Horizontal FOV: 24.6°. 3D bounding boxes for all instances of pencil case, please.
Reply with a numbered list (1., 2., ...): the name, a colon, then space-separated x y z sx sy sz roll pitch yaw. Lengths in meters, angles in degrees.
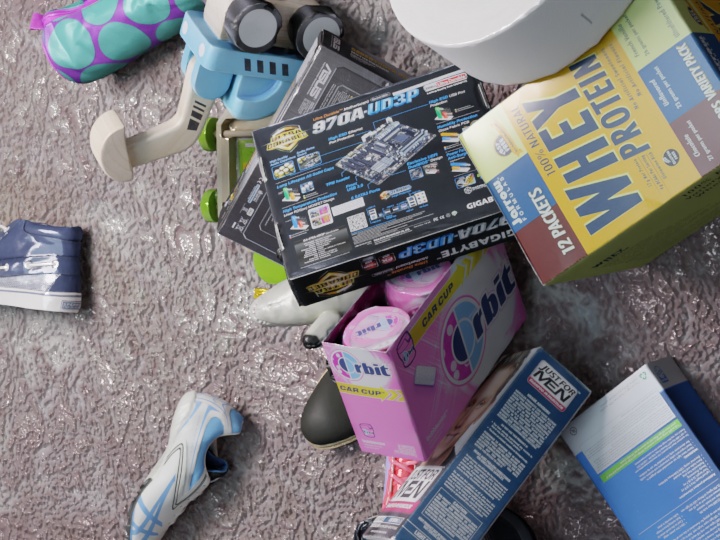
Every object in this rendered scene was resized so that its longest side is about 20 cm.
1. pencil case: -0.218 -0.254 1.583 0.199 0.092 0.086 -26 45 32

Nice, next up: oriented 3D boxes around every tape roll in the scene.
1. tape roll: 0.115 -0.240 1.205 0.202 0.071 0.204 -22 56 36

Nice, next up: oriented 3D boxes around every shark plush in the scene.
1. shark plush: 0.000 0.000 1.429 0.091 0.199 0.083 61 164 7

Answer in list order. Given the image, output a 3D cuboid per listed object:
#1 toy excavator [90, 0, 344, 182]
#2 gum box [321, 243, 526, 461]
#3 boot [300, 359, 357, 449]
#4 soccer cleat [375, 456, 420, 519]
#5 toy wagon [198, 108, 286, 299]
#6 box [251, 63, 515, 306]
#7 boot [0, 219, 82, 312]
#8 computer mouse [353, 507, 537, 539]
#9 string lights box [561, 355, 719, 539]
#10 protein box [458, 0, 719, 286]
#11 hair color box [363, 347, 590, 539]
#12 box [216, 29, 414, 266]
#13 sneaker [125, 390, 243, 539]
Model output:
1. toy excavator: -0.131 -0.168 1.485 0.100 0.193 0.201 52 131 50
2. gum box: 0.059 0.045 1.348 0.066 0.200 0.114 5 129 34
3. boot: -0.012 0.096 1.461 0.200 0.138 0.078 -45 71 27
4. soccer cleat: 0.043 0.197 1.421 0.066 0.076 0.202 0 92 39
5. toy wagon: -0.080 -0.072 1.546 0.154 0.039 0.202 2 96 32
6. box: 0.022 -0.073 1.340 0.199 0.046 0.160 -18 55 3
7. boot: -0.373 -0.009 1.723 0.199 0.073 0.091 5 90 23
8. computer mouse: 0.088 0.264 1.468 0.199 0.053 0.139 -28 72 38
9. string lights box: 0.263 0.183 1.345 0.103 0.059 0.201 -41 73 28
10. protein box: 0.221 -0.102 1.262 0.198 0.200 0.135 -36 76 29
11. hair color box: 0.094 0.160 1.355 0.060 0.100 0.200 41 75 -6
12. box: -0.013 -0.087 1.450 0.158 0.048 0.201 26 112 -12
13. sneaker: -0.176 0.208 1.617 0.072 0.072 0.201 27 118 -1
